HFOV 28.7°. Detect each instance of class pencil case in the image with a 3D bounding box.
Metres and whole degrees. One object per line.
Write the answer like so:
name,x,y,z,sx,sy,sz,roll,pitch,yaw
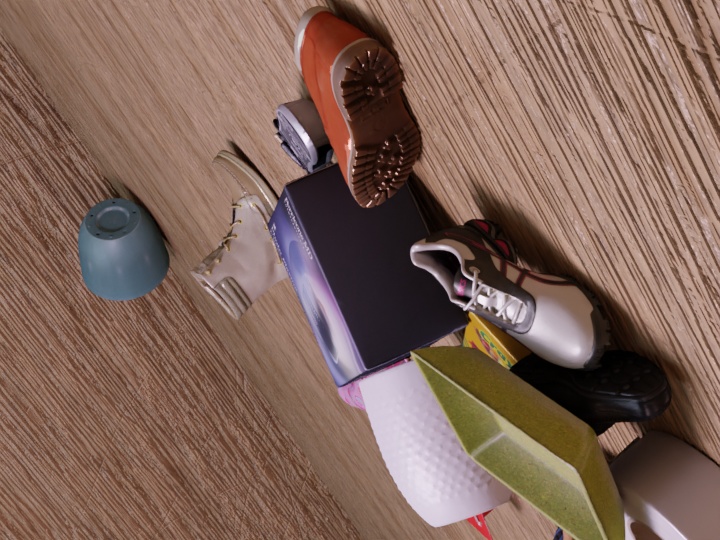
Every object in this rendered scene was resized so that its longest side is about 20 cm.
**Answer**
pencil case,0.022,0.156,2.000,0.088,0.087,0.200,51,167,-2

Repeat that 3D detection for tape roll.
tape roll,0.303,0.244,1.279,0.203,0.071,0.203,48,168,14

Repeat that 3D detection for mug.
mug,0.110,0.181,1.564,0.147,0.199,0.176,-25,80,39

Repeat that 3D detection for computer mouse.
computer mouse,-0.053,-0.141,1.515,0.110,0.044,0.200,55,173,3

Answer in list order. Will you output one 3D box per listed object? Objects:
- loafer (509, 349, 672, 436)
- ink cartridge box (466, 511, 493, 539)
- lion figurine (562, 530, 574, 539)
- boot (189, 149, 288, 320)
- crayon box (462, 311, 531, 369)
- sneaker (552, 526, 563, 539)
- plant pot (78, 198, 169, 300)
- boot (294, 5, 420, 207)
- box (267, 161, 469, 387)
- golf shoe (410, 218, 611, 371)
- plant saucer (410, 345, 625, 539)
loafer,0.203,0.110,1.217,0.200,0.068,0.071,1,119,64
ink cartridge box,0.134,0.276,1.971,0.200,0.067,0.116,42,165,35
lion figurine,0.219,0.216,1.484,0.200,0.072,0.123,53,158,41
boot,-0.178,-0.050,1.945,0.200,0.154,0.072,53,167,-11
crayon box,0.161,0.090,1.389,0.127,0.051,0.200,48,167,16
sneaker,0.283,0.299,1.546,0.077,0.076,0.200,26,168,-10
plant pot,-0.533,-0.061,3.102,0.201,0.200,0.161,43,155,32
boot,-0.007,-0.148,1.276,0.107,0.075,0.201,45,158,37
box,0.000,0.000,1.440,0.201,0.123,0.198,66,167,6
golf shoe,0.125,0.028,1.207,0.200,0.088,0.078,38,123,40
plant saucer,0.152,0.153,1.237,0.200,0.048,0.200,35,164,38
